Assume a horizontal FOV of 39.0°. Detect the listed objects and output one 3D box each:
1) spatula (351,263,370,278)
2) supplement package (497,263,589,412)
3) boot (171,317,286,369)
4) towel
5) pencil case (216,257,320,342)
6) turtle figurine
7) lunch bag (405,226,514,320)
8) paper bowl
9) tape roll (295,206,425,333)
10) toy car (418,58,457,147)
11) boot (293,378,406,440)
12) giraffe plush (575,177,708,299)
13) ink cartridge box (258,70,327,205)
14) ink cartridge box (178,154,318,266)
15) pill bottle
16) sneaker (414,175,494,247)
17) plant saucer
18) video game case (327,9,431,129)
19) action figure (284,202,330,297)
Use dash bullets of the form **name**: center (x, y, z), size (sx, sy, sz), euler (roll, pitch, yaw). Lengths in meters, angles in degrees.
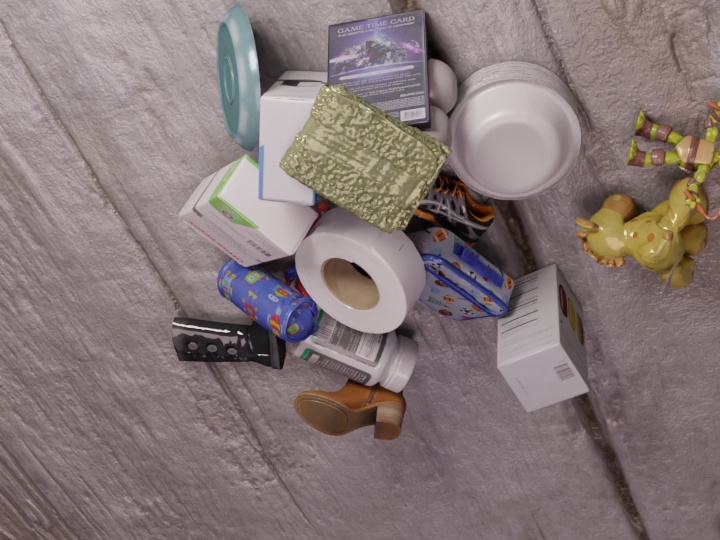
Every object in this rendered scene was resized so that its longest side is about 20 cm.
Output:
- **spatula**: center (0.039, 0.014, 1.689), size (0.198, 0.021, 0.057), euler (17, 119, -20)
- **supplement package**: center (0.291, 0.105, 1.631), size (0.109, 0.201, 0.114), euler (-23, 122, 24)
- **boot**: center (-0.236, 0.100, 1.795), size (0.197, 0.066, 0.166), euler (8, 126, 8)
- **towel**: center (0.006, -0.145, 1.337), size (0.198, 0.037, 0.149), euler (26, 114, -17)
- **pencil case**: center (-0.150, 0.045, 1.672), size (0.199, 0.087, 0.079), euler (30, 149, 39)
- **turtle figurine**: center (0.473, -0.180, 1.460), size (0.159, 0.064, 0.202), euler (16, 86, 15)
- **lunch bag**: center (0.141, 0.007, 1.616), size (0.199, 0.076, 0.159), euler (33, 157, -29)
- **paper bowl**: center (0.221, -0.193, 1.483), size (0.198, 0.105, 0.203), euler (4, 126, 5)
- **tape roll**: center (0.000, 0.000, 1.568), size (0.201, 0.071, 0.204), euler (23, 140, 20)
- **toy car**: center (0.052, -0.202, 1.452), size (0.173, 0.202, 0.151), euler (-1, 147, 15)
- **boot**: center (-0.015, 0.214, 1.785), size (0.197, 0.156, 0.077), euler (9, 123, -3)
- **giraffe plush**: center (0.418, -0.053, 1.540), size (0.161, 0.200, 0.174), euler (16, 138, 33)
- **ink cartridge box**: center (-0.087, -0.194, 1.446), size (0.083, 0.200, 0.147), euler (4, 111, 4)
- **ink cartridge box**: center (-0.177, -0.086, 1.570), size (0.145, 0.085, 0.199), euler (38, 160, -19)
- **pill bottle**: center (-0.008, 0.130, 1.747), size (0.198, 0.114, 0.114), euler (24, 126, -9)
- **sneaker**: center (0.126, -0.115, 1.575), size (0.199, 0.079, 0.077), euler (34, 124, -29)
- **plant saucer**: center (-0.175, -0.268, 1.426), size (0.027, 0.201, 0.202), euler (-7, 130, -17)
- **video game case**: center (0.023, -0.269, 1.397), size (0.141, 0.202, 0.019), euler (-7, 148, 12)
- **action figure**: center (-0.083, -0.031, 1.672), size (0.052, 0.065, 0.202), euler (42, 133, 29)
